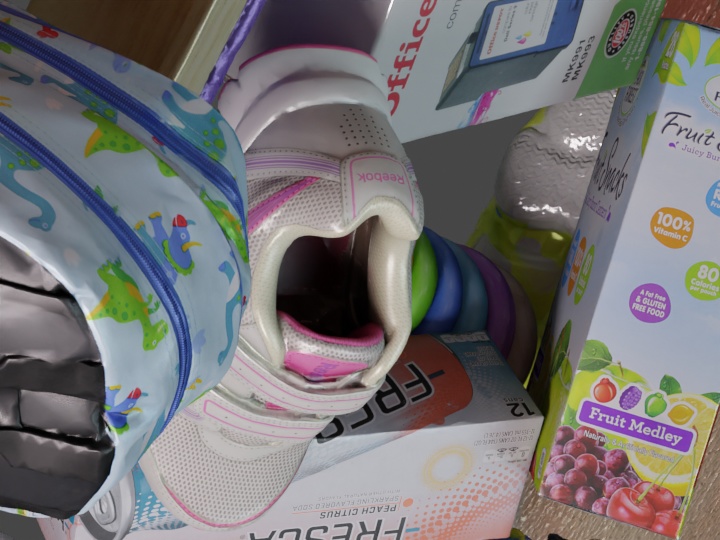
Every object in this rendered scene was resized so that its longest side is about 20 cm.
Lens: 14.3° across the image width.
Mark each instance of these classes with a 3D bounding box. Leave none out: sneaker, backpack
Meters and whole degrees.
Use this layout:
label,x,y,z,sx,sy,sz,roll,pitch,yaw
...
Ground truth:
label,x,y,z,sx,sy,sz,roll,pitch,yaw
sneaker,0.091,-0.009,1.352,0.200,0.076,0.105,-58,170,4
sneaker,-0.032,0.022,1.033,0.081,0.088,0.200,1,126,-23
backpack,-0.131,-0.013,0.854,0.154,0.200,0.163,-30,142,-40

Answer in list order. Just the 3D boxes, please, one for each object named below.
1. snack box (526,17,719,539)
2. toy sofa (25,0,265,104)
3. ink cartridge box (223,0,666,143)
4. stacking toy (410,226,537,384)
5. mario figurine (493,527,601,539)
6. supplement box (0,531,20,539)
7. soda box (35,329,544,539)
label,x,y,z,sx,sy,sz,roll,pitch,yaw
snack box,0.126,-0.004,1.211,0.169,0.068,0.200,-102,-151,-85
toy sofa,-0.073,-0.079,0.997,0.098,0.083,0.200,8,113,-58
ink cartridge box,0.045,-0.137,1.112,0.200,0.087,0.146,-14,133,-48
stacking toy,0.000,0.000,1.208,0.085,0.085,0.200,-54,145,-3
mario figurine,0.084,0.144,1.347,0.200,0.123,0.106,-151,-102,-75
supplement box,-0.113,0.189,1.194,0.103,0.101,0.200,-55,152,-2
soda box,-0.030,0.074,1.160,0.200,0.064,0.068,-5,127,-24
